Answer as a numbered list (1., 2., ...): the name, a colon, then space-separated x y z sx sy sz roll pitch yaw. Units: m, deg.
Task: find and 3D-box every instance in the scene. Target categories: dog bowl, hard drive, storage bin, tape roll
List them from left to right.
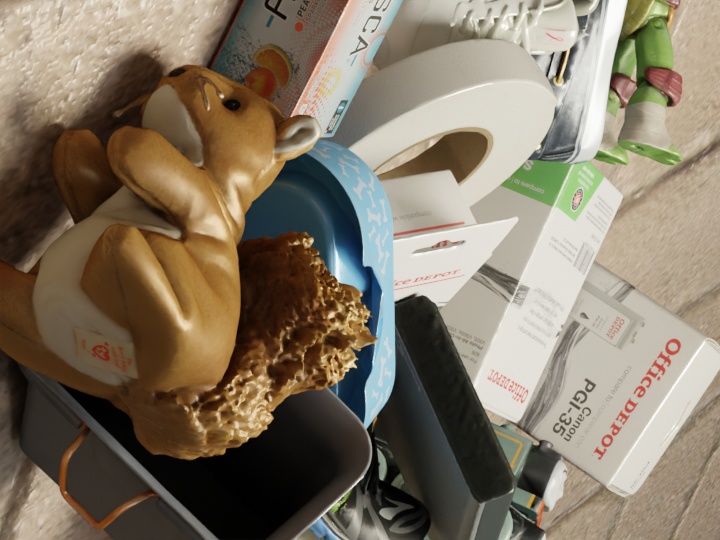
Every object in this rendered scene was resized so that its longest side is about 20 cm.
1. storage bin: -0.116 0.107 1.357 0.146 0.200 0.134 -40 167 -34
2. dog bowl: -0.031 0.015 1.373 0.050 0.111 0.200 -29 124 -52
3. tape roll: 0.030 -0.074 1.493 0.203 0.037 0.203 -24 159 -10
4. hard drive: 0.053 0.114 1.521 0.033 0.140 0.200 -20 160 -10

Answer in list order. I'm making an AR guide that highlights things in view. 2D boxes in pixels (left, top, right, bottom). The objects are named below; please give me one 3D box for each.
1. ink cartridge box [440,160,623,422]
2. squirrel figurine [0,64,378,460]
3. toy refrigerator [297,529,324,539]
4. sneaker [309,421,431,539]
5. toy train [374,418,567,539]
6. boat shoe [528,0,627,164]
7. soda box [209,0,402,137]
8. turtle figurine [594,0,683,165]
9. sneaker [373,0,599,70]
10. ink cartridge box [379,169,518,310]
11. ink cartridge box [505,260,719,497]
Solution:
1. ink cartridge box: 0.109 0.003 1.776 0.200 0.084 0.146 -65 158 -3
2. squirrel figurine: -0.087 -0.008 1.272 0.142 0.200 0.187 -18 -149 43
3. toy refrigerator: -0.095 0.211 1.592 0.076 0.070 0.200 -26 169 -30
4. sneaker: -0.012 0.122 1.496 0.083 0.071 0.200 -39 127 9
5. toy train: 0.059 0.151 1.787 0.085 0.200 0.114 82 33 -67
6. boat shoe: 0.129 -0.171 1.633 0.091 0.071 0.200 -1 107 -21
7. soda box: -0.010 -0.176 1.337 0.200 0.064 0.068 -62 158 17
8. turtle figurine: 0.235 -0.168 1.719 0.200 0.144 0.194 32 72 -63
9. sneaker: 0.089 -0.170 1.503 0.200 0.099 0.078 -36 151 -40
10. ink cartridge box: 0.000 0.000 1.478 0.116 0.068 0.200 -11 156 -35
11. ink cartridge box: 0.168 0.066 1.871 0.147 0.200 0.083 -56 159 1
